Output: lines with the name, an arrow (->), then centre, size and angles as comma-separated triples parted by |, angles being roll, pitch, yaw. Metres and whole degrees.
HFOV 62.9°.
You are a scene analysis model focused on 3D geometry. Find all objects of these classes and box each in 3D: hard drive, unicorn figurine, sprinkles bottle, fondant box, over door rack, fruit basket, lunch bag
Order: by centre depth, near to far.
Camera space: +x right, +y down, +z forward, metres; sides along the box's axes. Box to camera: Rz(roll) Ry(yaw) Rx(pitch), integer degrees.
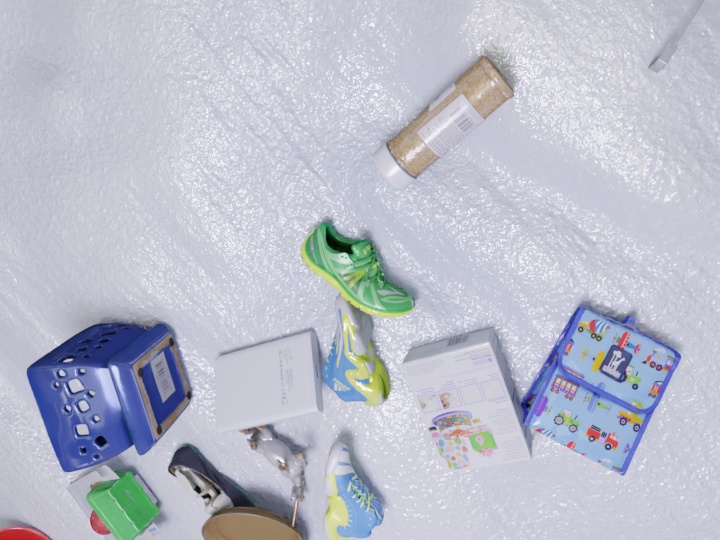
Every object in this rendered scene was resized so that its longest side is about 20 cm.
over door rack -> 0.454, -0.286, 0.659 | 0.147, 0.067, 0.201 | 32, 114, 7
sprinkles bottle -> 0.110, -0.196, 0.798 | 0.200, 0.068, 0.068 | -38, 93, 24
lunch bag -> 0.342, 0.155, 0.838 | 0.150, 0.094, 0.201 | 26, 101, 9
fondant box -> 0.167, 0.205, 0.914 | 0.143, 0.058, 0.201 | -17, 100, 22
hard drive -> -0.159, 0.190, 0.995 | 0.199, 0.026, 0.133 | -17, 65, 22
unicorn figurine -> -0.142, 0.337, 1.042 | 0.200, 0.074, 0.138 | 54, 161, 19
fruit basket -> -0.512, 0.496, 1.225 | 0.200, 0.094, 0.186 | -33, 95, 40

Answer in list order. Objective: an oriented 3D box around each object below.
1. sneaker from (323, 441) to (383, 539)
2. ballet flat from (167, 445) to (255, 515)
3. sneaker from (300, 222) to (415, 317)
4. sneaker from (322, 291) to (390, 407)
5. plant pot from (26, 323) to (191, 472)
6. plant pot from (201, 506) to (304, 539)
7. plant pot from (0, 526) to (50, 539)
sneaker -> -0.009, 0.384, 1.021 | 0.104, 0.076, 0.202 | 5, 116, 5
ballet flat -> -0.290, 0.423, 1.126 | 0.200, 0.073, 0.073 | 43, 114, 1
sneaker -> 0.000, 0.000, 0.893 | 0.199, 0.074, 0.084 | 34, 118, 5
sneaker -> -0.027, 0.133, 0.944 | 0.104, 0.076, 0.201 | -13, 104, 22
plant pot -> -0.420, 0.207, 1.034 | 0.178, 0.200, 0.202 | -9, 104, 13
plant pot -> -0.199, 0.498, 1.110 | 0.198, 0.028, 0.201 | 3, 130, 4
plant pot -> -0.800, 0.714, 1.329 | 0.200, 0.201, 0.178 | 31, 124, 6
